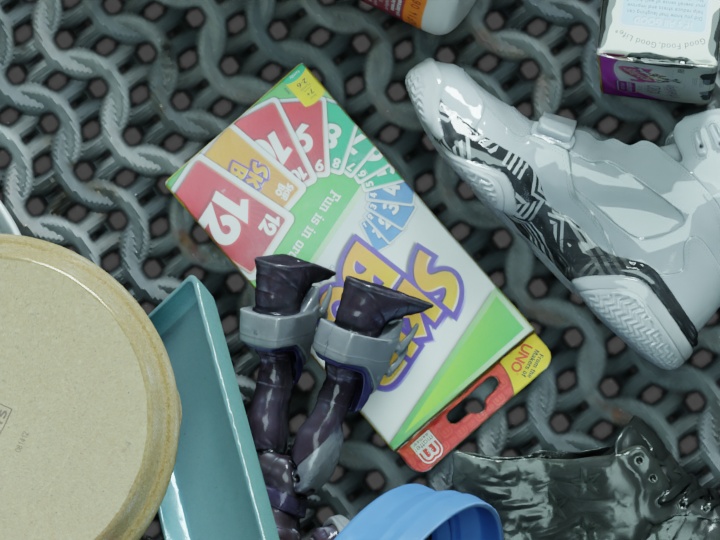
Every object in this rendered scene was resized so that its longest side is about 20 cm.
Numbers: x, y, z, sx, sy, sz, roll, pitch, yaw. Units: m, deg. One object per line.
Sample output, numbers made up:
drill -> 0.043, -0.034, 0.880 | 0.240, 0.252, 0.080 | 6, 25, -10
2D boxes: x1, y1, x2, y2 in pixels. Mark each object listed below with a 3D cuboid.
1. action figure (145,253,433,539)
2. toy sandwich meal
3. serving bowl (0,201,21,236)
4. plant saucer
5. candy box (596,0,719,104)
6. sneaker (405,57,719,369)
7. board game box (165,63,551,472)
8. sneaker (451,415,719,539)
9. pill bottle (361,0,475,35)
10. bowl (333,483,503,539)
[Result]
action figure -> -0.036, 0.097, 1.444 | 0.130, 0.069, 0.200 | 19, 93, 30
toy sandwich meal -> -0.186, 0.079, 1.418 | 0.205, 0.070, 0.206 | 0, 79, -2
serving bowl -> -0.256, 0.028, 1.489 | 0.200, 0.066, 0.201 | 0, 86, 4
plant saucer -> -0.072, 0.103, 1.416 | 0.070, 0.019, 0.200 | -42, 51, 36
candy box -> 0.156, -0.190, 1.437 | 0.061, 0.136, 0.200 | 6, 86, 6
sneaker -> 0.122, -0.055, 1.463 | 0.115, 0.075, 0.200 | -45, 89, 0
board game box -> 0.000, 0.000, 1.492 | 0.096, 0.030, 0.200 | -41, 86, 1
sneaker -> 0.152, 0.119, 1.453 | 0.199, 0.060, 0.104 | -13, 89, 7
pill bottle -> -0.022, -0.207, 1.466 | 0.200, 0.110, 0.110 | 26, 88, 6
bowl -> 0.001, 0.193, 1.394 | 0.039, 0.201, 0.201 | 26, 88, 22
